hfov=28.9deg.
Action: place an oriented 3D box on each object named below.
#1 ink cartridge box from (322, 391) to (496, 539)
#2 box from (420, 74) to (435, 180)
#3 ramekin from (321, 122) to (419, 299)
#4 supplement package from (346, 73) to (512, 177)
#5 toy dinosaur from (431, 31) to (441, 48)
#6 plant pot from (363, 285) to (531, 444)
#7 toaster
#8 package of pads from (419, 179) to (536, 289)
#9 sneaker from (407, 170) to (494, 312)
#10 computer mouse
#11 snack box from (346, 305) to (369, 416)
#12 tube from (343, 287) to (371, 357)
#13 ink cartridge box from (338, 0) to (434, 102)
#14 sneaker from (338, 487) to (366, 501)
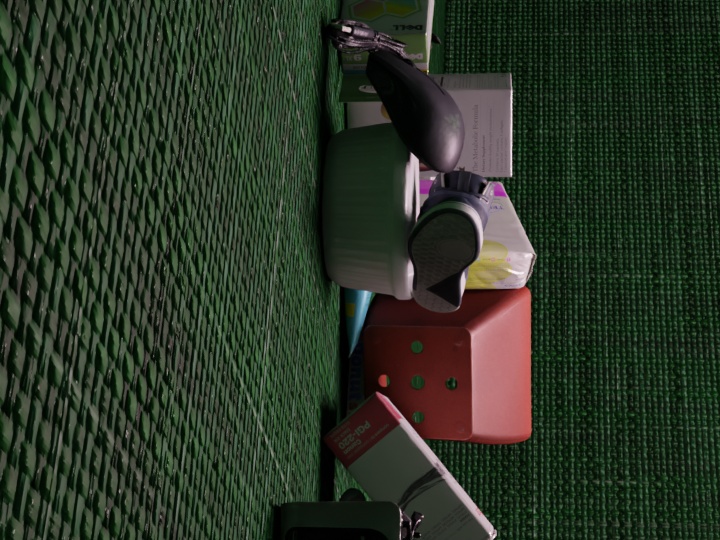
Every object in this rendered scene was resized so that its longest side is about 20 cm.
[{"bbox_3d":[0.057,0.239,1.548,0.200,0.085,0.146,49,-1,10],"label":"ink cartridge box"},{"bbox_3d":[0.056,-0.170,1.925,0.124,0.097,0.200,-51,142,-80],"label":"box"},{"bbox_3d":[0.013,-0.068,1.543,0.202,0.094,0.203,0,90,-84],"label":"ramekin"},{"bbox_3d":[0.087,-0.180,1.726,0.110,0.200,0.114,-73,162,-72],"label":"supplement package"},{"bbox_3d":[0.045,-0.360,1.871,0.200,0.102,0.136,-49,127,-47],"label":"toy dinosaur"},{"bbox_3d":[0.095,0.123,1.726,0.176,0.199,0.200,-13,103,-71],"label":"plant pot"},{"bbox_3d":[-0.009,0.299,1.250,0.200,0.118,0.181,65,27,-75],"label":"toaster"},{"bbox_3d":[0.106,-0.045,1.750,0.155,0.200,0.068,-108,-156,-45],"label":"package of pads"},{"bbox_3d":[0.100,-0.063,1.488,0.202,0.077,0.146,100,7,-63],"label":"sneaker"},{"bbox_3d":[0.054,-0.194,1.485,0.138,0.053,0.200,5,49,-55],"label":"computer mouse"},{"bbox_3d":[-0.001,0.147,1.758,0.072,0.024,0.200,74,17,-66],"label":"snack box"},{"bbox_3d":[0.000,0.000,1.678,0.077,0.050,0.200,-38,134,-78],"label":"tube"},{"bbox_3d":[0.030,-0.281,1.636,0.059,0.104,0.200,84,9,-45],"label":"ink cartridge box"},{"bbox_3d":[0.034,0.344,1.555,0.078,0.140,0.200,73,19,-70],"label":"sneaker"}]
